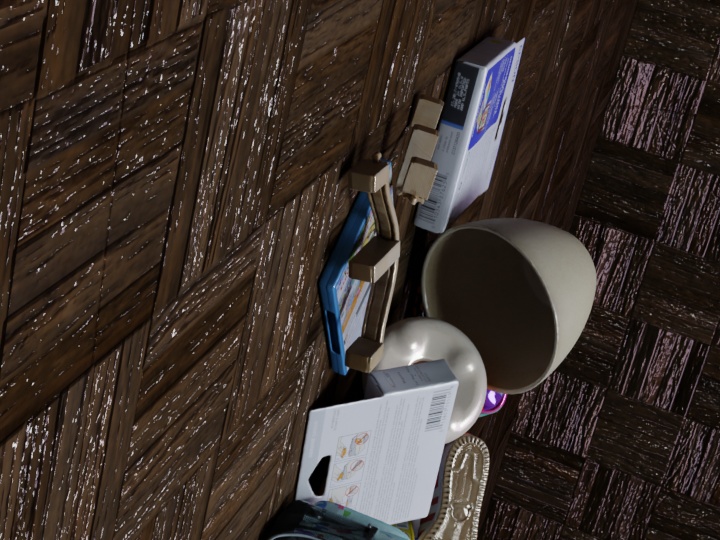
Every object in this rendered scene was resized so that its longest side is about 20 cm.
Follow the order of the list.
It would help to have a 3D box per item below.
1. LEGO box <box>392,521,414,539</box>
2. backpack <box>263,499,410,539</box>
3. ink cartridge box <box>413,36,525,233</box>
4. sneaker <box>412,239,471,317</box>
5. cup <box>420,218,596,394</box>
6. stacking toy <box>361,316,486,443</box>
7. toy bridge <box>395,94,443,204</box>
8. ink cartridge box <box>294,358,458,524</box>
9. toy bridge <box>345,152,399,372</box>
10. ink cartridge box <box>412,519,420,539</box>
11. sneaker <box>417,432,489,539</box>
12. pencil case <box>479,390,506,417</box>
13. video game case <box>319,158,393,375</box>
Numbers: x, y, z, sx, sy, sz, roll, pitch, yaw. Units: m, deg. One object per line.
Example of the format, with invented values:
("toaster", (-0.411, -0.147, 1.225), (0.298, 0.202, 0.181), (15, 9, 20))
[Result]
("LEGO box", (0.008, 0.342, 1.746), (0.200, 0.076, 0.150), (-97, -161, -64))
("backpack", (-0.006, 0.338, 1.543), (0.151, 0.198, 0.179), (-42, 148, -66))
("ink cartridge box", (0.128, -0.164, 1.762), (0.200, 0.047, 0.199), (-47, 152, -66))
("sneaker", (0.097, 0.045, 1.869), (0.201, 0.069, 0.091), (92, 18, -60))
("cup", (0.190, 0.022, 1.755), (0.143, 0.200, 0.202), (-25, 138, -39))
("stacking toy", (0.053, 0.145, 1.785), (0.147, 0.145, 0.200), (-67, -174, -20))
("toy bridge", (0.054, -0.103, 1.449), (0.200, 0.027, 0.068), (-79, -173, -64))
("ink cartridge box", (0.006, 0.195, 1.620), (0.044, 0.172, 0.201), (-124, -145, -46))
("toy bridge", (0.013, -0.012, 1.388), (0.067, 0.027, 0.202), (-43, 140, -57))
("ink cartridge box", (0.070, 0.266, 1.872), (0.094, 0.044, 0.201), (95, -2, -49))
("sneaker", (0.090, 0.279, 1.758), (0.112, 0.071, 0.202), (-161, -93, -75))
("pencil case", (0.131, 0.140, 1.900), (0.200, 0.088, 0.089), (126, -16, -86))
("video game case", (0.000, 0.000, 1.494), (0.200, 0.018, 0.144), (85, 27, -63))
